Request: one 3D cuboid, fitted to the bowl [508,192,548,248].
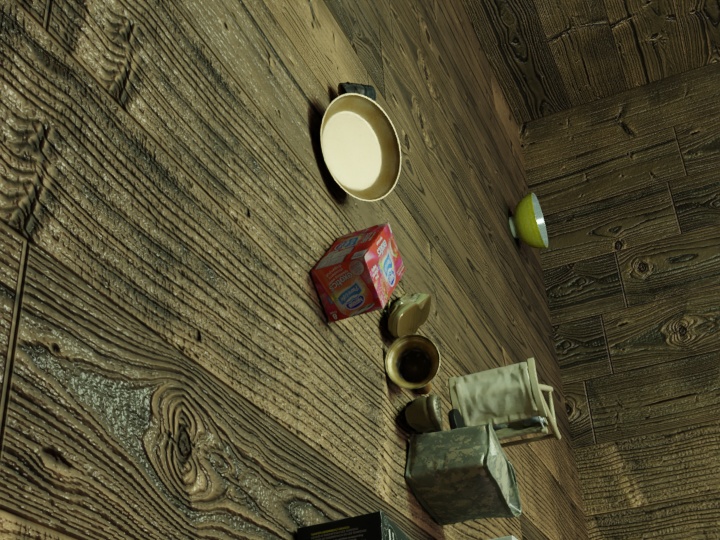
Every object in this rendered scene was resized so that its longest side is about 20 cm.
[{"bbox_3d":[0.592,-0.165,3.516,0.200,0.106,0.203,-16,90,-72],"label":"bowl"}]

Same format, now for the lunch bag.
[{"bbox_3d":[0.194,0.389,1.817,0.118,0.162,0.201,-78,148,-48],"label":"lunch bag"}]

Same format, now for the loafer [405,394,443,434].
[{"bbox_3d":[0.119,0.270,1.856,0.200,0.066,0.077,70,14,-71],"label":"loafer"}]

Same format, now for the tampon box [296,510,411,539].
[{"bbox_3d":[0.002,0.440,1.270,0.150,0.125,0.202,54,26,-48],"label":"tampon box"}]

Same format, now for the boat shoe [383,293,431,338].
[{"bbox_3d":[0.084,0.087,1.917,0.200,0.062,0.074,-23,123,-69],"label":"boat shoe"}]

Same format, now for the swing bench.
[{"bbox_3d":[0.326,0.308,2.215,0.200,0.197,0.131,47,33,-53],"label":"swing bench"}]

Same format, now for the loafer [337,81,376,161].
[{"bbox_3d":[-0.016,-0.268,1.896,0.072,0.073,0.203,11,66,-26],"label":"loafer"}]

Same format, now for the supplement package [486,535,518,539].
[{"bbox_3d":[0.242,0.613,1.804,0.151,0.150,0.202,47,33,-54],"label":"supplement package"}]

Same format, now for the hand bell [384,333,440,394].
[{"bbox_3d":[0.112,0.205,1.886,0.200,0.103,0.105,66,16,-64],"label":"hand bell"}]

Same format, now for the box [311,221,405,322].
[{"bbox_3d":[0.000,0.000,1.651,0.200,0.099,0.097,-56,128,-67],"label":"box"}]

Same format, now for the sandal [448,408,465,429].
[{"bbox_3d":[0.238,0.396,2.129,0.075,0.045,0.203,-7,82,-72],"label":"sandal"}]

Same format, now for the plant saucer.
[{"bbox_3d":[-0.007,-0.223,1.809,0.199,0.035,0.203,10,74,-41],"label":"plant saucer"}]
